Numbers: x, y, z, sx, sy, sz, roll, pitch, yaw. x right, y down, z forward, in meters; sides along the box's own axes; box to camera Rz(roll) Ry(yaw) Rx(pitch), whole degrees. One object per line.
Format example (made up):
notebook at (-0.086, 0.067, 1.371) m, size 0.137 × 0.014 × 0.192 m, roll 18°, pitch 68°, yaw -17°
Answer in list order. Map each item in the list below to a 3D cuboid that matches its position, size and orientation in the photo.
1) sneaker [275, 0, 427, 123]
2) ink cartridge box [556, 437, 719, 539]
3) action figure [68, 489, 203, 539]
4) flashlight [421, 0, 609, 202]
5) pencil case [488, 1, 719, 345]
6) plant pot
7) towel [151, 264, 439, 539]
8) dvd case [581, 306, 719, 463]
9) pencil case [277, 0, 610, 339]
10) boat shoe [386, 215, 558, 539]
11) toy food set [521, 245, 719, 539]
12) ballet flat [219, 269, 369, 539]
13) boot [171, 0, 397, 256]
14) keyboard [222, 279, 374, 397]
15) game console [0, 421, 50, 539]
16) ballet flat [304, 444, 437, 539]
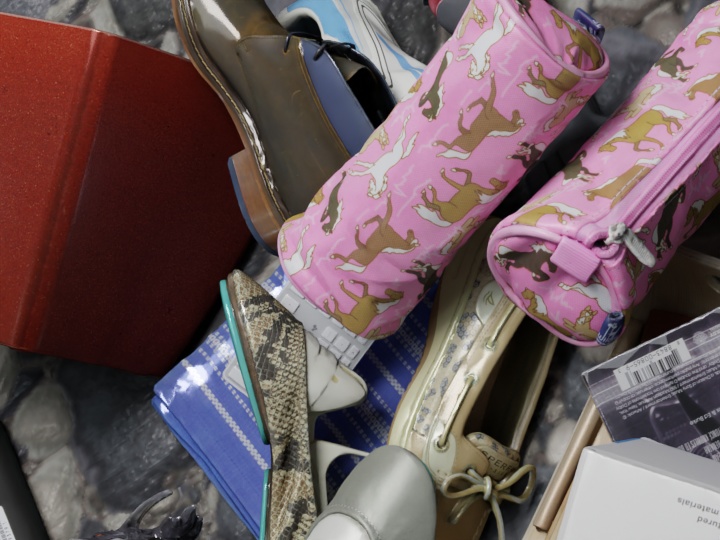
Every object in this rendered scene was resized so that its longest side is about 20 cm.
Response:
sneaker at (0.014, -0.089, 1.525) m, size 0.072 × 0.072 × 0.200 m, roll -24°, pitch 42°, yaw -20°
ink cartridge box at (0.151, 0.192, 1.236) m, size 0.144 × 0.147 × 0.201 m, roll 17°, pitch 93°, yaw 14°
action figure at (-0.132, 0.193, 1.463) m, size 0.119 × 0.102 × 0.201 m, roll -47°, pitch 34°, yaw 31°
flashlight at (0.088, -0.103, 1.503) m, size 0.068 × 0.068 × 0.201 m, roll -12°, pitch 61°, yaw -16°
pencil case at (0.150, -0.052, 1.376) m, size 0.086 × 0.083 × 0.200 m, roll 20°, pitch 53°, yaw 37°
plant pot at (-0.177, -0.043, 1.570) m, size 0.199 × 0.200 × 0.177 m, roll 13°, pitch 90°, yaw 35°
towel at (-0.014, 0.046, 1.524) m, size 0.200 × 0.024 × 0.145 m, roll -45°, pitch 54°, yaw 7°
dvd case at (0.213, 0.108, 1.306) m, size 0.148 × 0.016 × 0.201 m, roll -26°, pitch 82°, yaw 12°
pencil case at (0.039, -0.057, 1.384) m, size 0.083 × 0.087 × 0.200 m, roll 41°, pitch 114°, yaw 5°
boat shoe at (0.063, 0.071, 1.429) m, size 0.062 × 0.073 × 0.201 m, roll 9°, pitch 84°, yaw 32°
toy food set at (0.154, 0.092, 1.377) m, size 0.143 × 0.060 × 0.201 m, roll 21°, pitch 81°, yaw 36°
ballet flat at (-0.028, 0.096, 1.462) m, size 0.075 × 0.068 × 0.201 m, roll -6°, pitch 92°, yaw 0°
boot at (-0.035, -0.117, 1.490) m, size 0.097 × 0.075 × 0.201 m, roll -20°, pitch 87°, yaw 28°
keyboard at (0.000, 0.000, 1.465) m, size 0.056 × 0.011 × 0.200 m, roll 35°, pitch 113°, yaw -3°
game console at (-0.258, 0.210, 1.606) m, size 0.175 × 0.117 × 0.201 m, roll -20°, pitch 56°, yaw -12°
ballet flat at (-0.019, 0.182, 1.399) m, size 0.067 × 0.064 × 0.201 m, roll 35°, pitch 115°, yaw 28°
